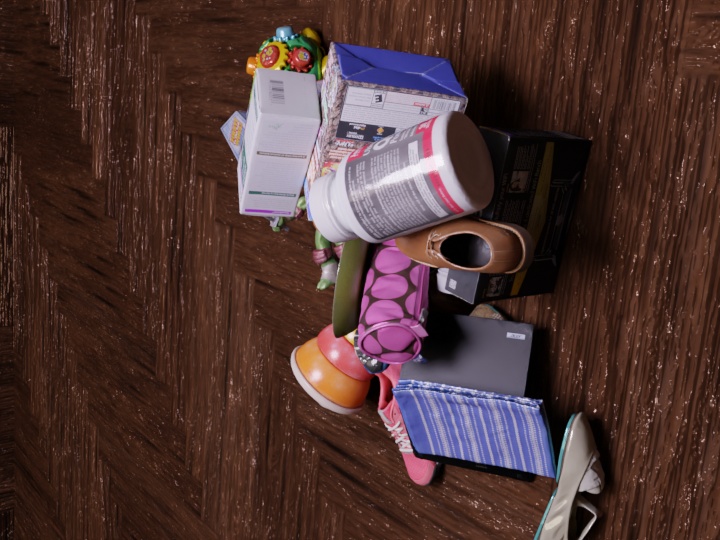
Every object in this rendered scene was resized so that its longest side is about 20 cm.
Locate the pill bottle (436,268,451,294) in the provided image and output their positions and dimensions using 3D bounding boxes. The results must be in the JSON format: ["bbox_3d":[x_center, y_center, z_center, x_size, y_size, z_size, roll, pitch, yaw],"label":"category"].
[{"bbox_3d":[0.146,-0.073,1.096,0.108,0.108,0.203,12,103,49],"label":"pill bottle"}]

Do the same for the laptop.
[{"bbox_3d":[0.149,0.169,1.121,0.175,0.104,0.202,6,133,28],"label":"laptop"}]

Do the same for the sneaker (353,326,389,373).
[{"bbox_3d":[0.054,0.095,1.186,0.077,0.200,0.091,-15,108,25],"label":"sneaker"}]

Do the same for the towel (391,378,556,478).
[{"bbox_3d":[0.144,0.203,1.060,0.197,0.024,0.146,5,133,28],"label":"towel"}]

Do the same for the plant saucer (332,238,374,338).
[{"bbox_3d":[0.000,0.000,1.182,0.031,0.200,0.203,11,106,9],"label":"plant saucer"}]

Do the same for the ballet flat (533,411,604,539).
[{"bbox_3d":[0.267,0.272,1.027,0.069,0.069,0.203,32,119,44],"label":"ballet flat"}]

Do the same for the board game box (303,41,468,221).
[{"bbox_3d":[0.024,-0.163,1.043,0.098,0.157,0.202,-102,22,-48],"label":"board game box"}]

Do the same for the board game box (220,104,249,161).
[{"bbox_3d":[-0.174,-0.254,1.506,0.200,0.061,0.202,46,127,37],"label":"board game box"}]

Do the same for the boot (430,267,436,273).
[{"bbox_3d":[0.067,-0.112,1.222,0.144,0.072,0.203,34,123,45],"label":"boot"}]

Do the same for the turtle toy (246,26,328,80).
[{"bbox_3d":[-0.113,-0.316,1.359,0.145,0.101,0.201,-42,58,15],"label":"turtle toy"}]

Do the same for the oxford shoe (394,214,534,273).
[{"bbox_3d":[0.098,-0.034,0.944,0.199,0.071,0.073,8,101,52],"label":"oxford shoe"}]

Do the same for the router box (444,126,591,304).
[{"bbox_3d":[0.190,-0.067,1.004,0.052,0.156,0.203,28,114,45],"label":"router box"}]

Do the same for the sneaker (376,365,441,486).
[{"bbox_3d":[0.061,0.225,1.247,0.073,0.086,0.203,-18,80,51],"label":"sneaker"}]

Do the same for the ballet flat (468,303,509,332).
[{"bbox_3d":[0.140,0.125,1.164,0.201,0.070,0.066,-55,43,28],"label":"ballet flat"}]

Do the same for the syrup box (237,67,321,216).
[{"bbox_3d":[-0.111,-0.161,1.091,0.201,0.080,0.080,115,153,-53],"label":"syrup box"}]

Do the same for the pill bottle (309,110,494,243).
[{"bbox_3d":[0.041,-0.095,0.939,0.198,0.110,0.112,-17,80,34],"label":"pill bottle"}]

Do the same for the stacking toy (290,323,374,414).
[{"bbox_3d":[-0.003,0.113,1.311,0.201,0.145,0.147,-51,54,18],"label":"stacking toy"}]

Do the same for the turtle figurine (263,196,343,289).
[{"bbox_3d":[-0.076,-0.062,1.321,0.142,0.200,0.196,-19,102,12],"label":"turtle figurine"}]

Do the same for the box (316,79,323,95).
[{"bbox_3d":[0.001,-0.215,1.175,0.103,0.198,0.096,48,147,35],"label":"box"}]

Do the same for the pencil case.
[{"bbox_3d":[0.053,0.027,1.097,0.093,0.090,0.202,-36,32,35],"label":"pencil case"}]
